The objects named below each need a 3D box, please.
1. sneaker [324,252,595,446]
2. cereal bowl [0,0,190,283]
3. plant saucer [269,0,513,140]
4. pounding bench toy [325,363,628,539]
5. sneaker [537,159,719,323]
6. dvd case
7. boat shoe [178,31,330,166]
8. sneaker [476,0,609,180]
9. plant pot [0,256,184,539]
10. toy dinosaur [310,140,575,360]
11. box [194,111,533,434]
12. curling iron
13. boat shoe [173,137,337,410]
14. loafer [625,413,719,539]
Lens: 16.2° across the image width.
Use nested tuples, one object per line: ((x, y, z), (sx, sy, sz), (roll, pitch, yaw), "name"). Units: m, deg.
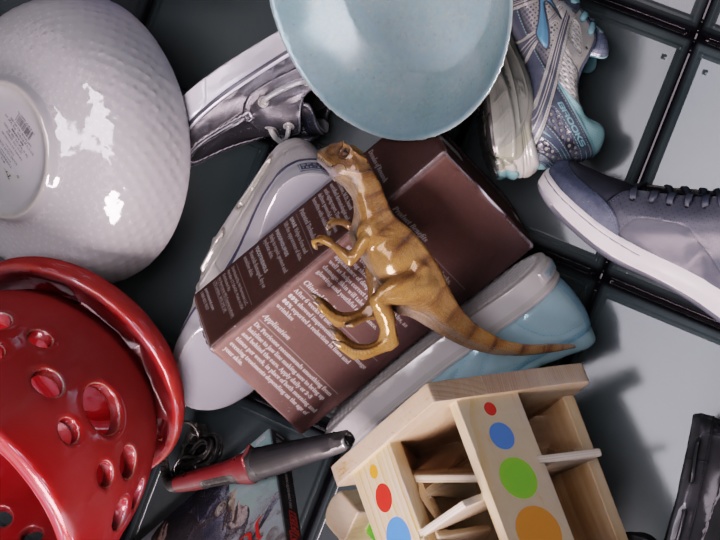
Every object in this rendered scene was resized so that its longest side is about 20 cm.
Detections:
((0.065, 0.075, 1.639), (0.200, 0.074, 0.082), (-36, 99, 27), "sneaker")
((-0.211, -0.085, 1.706), (0.200, 0.083, 0.201), (9, 103, 41), "cereal bowl")
((0.026, -0.183, 1.584), (0.201, 0.039, 0.202), (16, 116, 37), "plant saucer")
((0.067, 0.176, 1.588), (0.200, 0.124, 0.156), (-44, 59, 48), "pounding bench toy")
((0.224, -0.053, 1.572), (0.202, 0.077, 0.146), (30, 109, 8), "sneaker")
((-0.096, 0.201, 1.642), (0.146, 0.200, 0.022), (-41, 115, 15), "dvd case")
((-0.048, -0.116, 1.693), (0.200, 0.072, 0.068), (-32, 76, 9), "boat shoe")
((0.114, -0.157, 1.641), (0.086, 0.078, 0.201), (-4, 79, -6), "sneaker")
((-0.222, 0.104, 1.658), (0.200, 0.183, 0.201), (19, 133, 22), "plant pot")
((0.031, 0.012, 1.554), (0.106, 0.060, 0.200), (-39, 100, 8), "toy dinosaur")
((0.000, 0.000, 1.633), (0.200, 0.100, 0.075), (-38, 32, 11), "box")
((-0.072, 0.118, 1.660), (0.200, 0.026, 0.050), (-11, 69, 52), "curling iron")
((-0.074, 0.000, 1.698), (0.200, 0.071, 0.070), (-64, 27, 25), "boat shoe")
((0.193, 0.186, 1.582), (0.070, 0.068, 0.201), (26, 90, 6), "loafer")
